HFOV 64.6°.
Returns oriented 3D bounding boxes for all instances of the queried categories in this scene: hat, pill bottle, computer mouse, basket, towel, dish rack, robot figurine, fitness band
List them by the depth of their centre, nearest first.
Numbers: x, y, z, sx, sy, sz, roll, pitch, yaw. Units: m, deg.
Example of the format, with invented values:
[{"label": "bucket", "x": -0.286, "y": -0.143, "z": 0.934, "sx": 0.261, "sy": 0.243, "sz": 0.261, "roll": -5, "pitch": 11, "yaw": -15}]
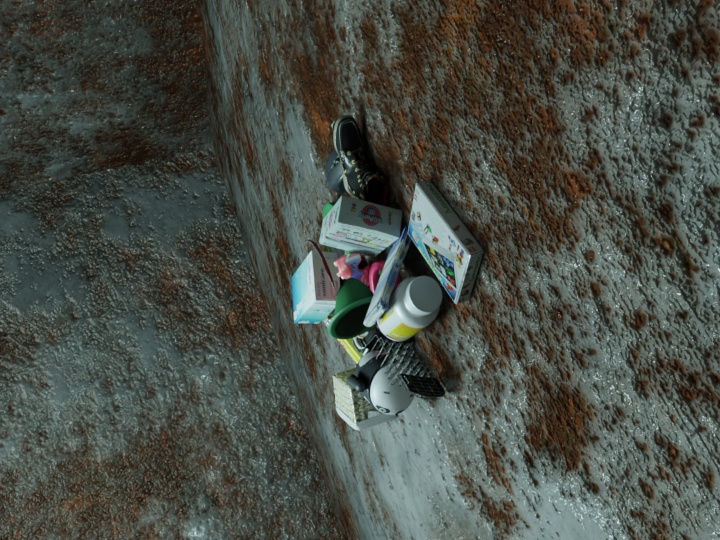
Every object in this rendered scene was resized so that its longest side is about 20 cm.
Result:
[{"label": "pill bottle", "x": 0.105, "y": 0.078, "z": 1.204, "sx": 0.200, "sy": 0.102, "sz": 0.107, "roll": 127, "pitch": 125, "yaw": -67}, {"label": "towel", "x": 0.060, "y": 0.016, "z": 1.230, "sx": 0.147, "sy": 0.023, "sz": 0.204, "roll": 123, "pitch": 169, "yaw": -66}, {"label": "dish rack", "x": 0.100, "y": 0.215, "z": 1.277, "sx": 0.055, "sy": 0.151, "sz": 0.202, "roll": -53, "pitch": 47, "yaw": 22}, {"label": "hat", "x": -0.032, "y": 0.039, "z": 1.377, "sx": 0.202, "sy": 0.161, "sz": 0.179, "roll": 106, "pitch": 143, "yaw": -54}, {"label": "robot figurine", "x": 0.056, "y": 0.272, "z": 1.392, "sx": 0.127, "sy": 0.149, "sz": 0.199, "roll": 59, "pitch": 166, "yaw": -19}, {"label": "fitness band", "x": 0.073, "y": 0.074, "z": 1.407, "sx": 0.143, "sy": 0.037, "sz": 0.206, "roll": 16, "pitch": 120, "yaw": 66}, {"label": "computer mouse", "x": -0.060, "y": -0.275, "z": 1.482, "sx": 0.201, "sy": 0.051, "sz": 0.141, "roll": 111, "pitch": 138, "yaw": -61}, {"label": "basket", "x": 0.005, "y": 0.372, "z": 1.695, "sx": 0.199, "sy": 0.132, "sz": 0.127, "roll": -171, "pitch": 69, "yaw": -70}]

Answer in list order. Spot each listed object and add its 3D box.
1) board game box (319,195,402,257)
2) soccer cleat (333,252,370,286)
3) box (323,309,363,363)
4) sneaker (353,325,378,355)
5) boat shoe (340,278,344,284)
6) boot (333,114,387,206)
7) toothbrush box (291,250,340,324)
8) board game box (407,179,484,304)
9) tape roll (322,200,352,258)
[{"label": "board game box", "x": -0.004, "y": -0.096, "z": 1.306, "sx": 0.200, "sy": 0.143, "sz": 0.066, "roll": 148, "pitch": 133, "yaw": -71}, {"label": "soccer cleat", "x": 0.000, "y": 0.000, "z": 1.449, "sx": 0.199, "sy": 0.075, "sz": 0.069, "roll": 29, "pitch": -137, "yaw": -66}, {"label": "box", "x": -0.026, "y": 0.205, "z": 1.670, "sx": 0.201, "sy": 0.050, "sz": 0.075, "roll": 50, "pitch": 159, "yaw": 3}, {"label": "sneaker", "x": 0.027, "y": 0.193, "z": 1.512, "sx": 0.079, "sy": 0.078, "sz": 0.203, "roll": 47, "pitch": 163, "yaw": 39}, {"label": "boat shoe", "x": -0.070, "y": 0.060, "z": 1.768, "sx": 0.065, "sy": 0.069, "sz": 0.206, "roll": 128, "pitch": 131, "yaw": -77}, {"label": "boot", "x": 0.001, "y": -0.237, "z": 1.300, "sx": 0.151, "sy": 0.071, "sz": 0.204, "roll": -127, "pitch": 24, "yaw": -49}, {"label": "toothbrush box", "x": -0.131, "y": 0.053, "z": 1.650, "sx": 0.200, "sy": 0.083, "sz": 0.151, "roll": 133, "pitch": 135, "yaw": -57}, {"label": "board game box", "x": 0.152, "y": -0.055, "z": 1.063, "sx": 0.128, "sy": 0.034, "sz": 0.202, "roll": 97, "pitch": 152, "yaw": -47}, {"label": "tape roll", "x": -0.050, "y": -0.093, "z": 1.606, "sx": 0.200, "sy": 0.047, "sz": 0.206, "roll": 163, "pitch": 91, "yaw": -72}]
